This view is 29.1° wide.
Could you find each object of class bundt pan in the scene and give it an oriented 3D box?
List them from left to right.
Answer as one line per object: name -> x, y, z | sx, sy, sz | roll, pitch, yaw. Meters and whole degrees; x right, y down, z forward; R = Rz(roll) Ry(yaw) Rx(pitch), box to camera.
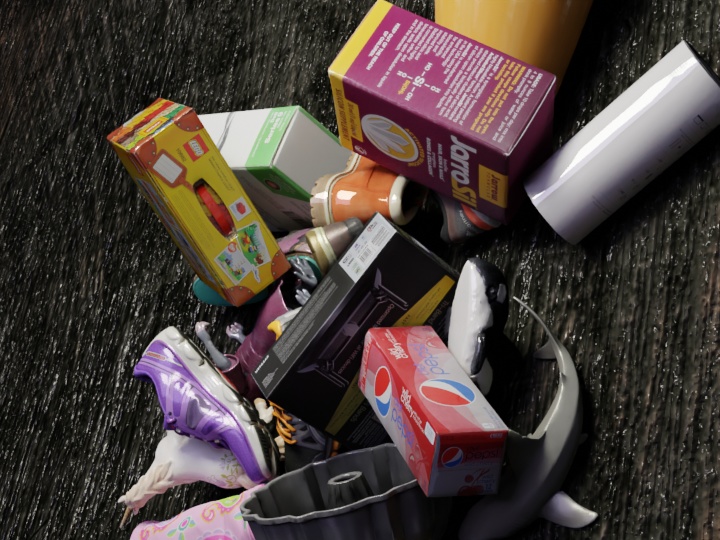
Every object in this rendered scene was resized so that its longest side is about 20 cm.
bundt pan -> -0.005, 0.221, 1.249 | 0.200, 0.201, 0.077 | -10, 98, 43

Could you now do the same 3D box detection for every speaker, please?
speaker -> 0.246, -0.115, 1.278 | 0.200, 0.081, 0.082 | -42, 40, 19

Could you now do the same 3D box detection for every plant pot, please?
plant pot -> 0.153, -0.274, 1.418 | 0.199, 0.198, 0.186 | 7, 85, 49

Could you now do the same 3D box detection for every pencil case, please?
pencil case -> -0.148, 0.278, 1.427 | 0.198, 0.087, 0.089 | -24, 48, 35

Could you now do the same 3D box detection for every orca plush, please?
orca plush -> 0.121, 0.093, 1.277 | 0.105, 0.070, 0.203 | 163, 111, -77

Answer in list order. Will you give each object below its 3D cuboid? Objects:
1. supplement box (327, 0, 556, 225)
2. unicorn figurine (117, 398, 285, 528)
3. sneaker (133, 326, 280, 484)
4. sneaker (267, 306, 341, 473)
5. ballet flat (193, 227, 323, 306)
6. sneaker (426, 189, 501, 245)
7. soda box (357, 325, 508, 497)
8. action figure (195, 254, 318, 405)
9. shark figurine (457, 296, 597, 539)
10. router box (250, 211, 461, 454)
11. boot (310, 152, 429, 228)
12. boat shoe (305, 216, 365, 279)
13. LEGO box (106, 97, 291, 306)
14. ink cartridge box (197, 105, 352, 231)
supplement box -> 0.080, -0.152, 1.340 | 0.198, 0.131, 0.104 | 26, 66, 19
unicorn figurine -> -0.173, 0.197, 1.475 | 0.198, 0.074, 0.138 | -6, 45, 33
sneaker -> -0.157, 0.151, 1.429 | 0.083, 0.081, 0.200 | -45, 66, -2
sneaker -> -0.063, 0.125, 1.398 | 0.078, 0.076, 0.203 | 29, 120, 52
ballet flat -> -0.106, -0.008, 1.605 | 0.198, 0.069, 0.072 | -15, 35, 36
sneaker -> 0.092, -0.113, 1.451 | 0.082, 0.077, 0.202 | -37, 41, 32
soda box -> 0.061, 0.119, 1.223 | 0.200, 0.069, 0.064 | -126, 39, -60
action figure -> -0.099, 0.090, 1.522 | 0.148, 0.134, 0.201 | 39, 112, 10
shark figurine -> 0.151, 0.136, 1.201 | 0.127, 0.089, 0.217 | 5, 70, 47
router box -> 0.016, 0.068, 1.333 | 0.201, 0.157, 0.052 | -51, 33, 6
boot -> 0.031, -0.087, 1.462 | 0.106, 0.076, 0.200 | -4, 20, 22
boat shoe -> 0.000, -0.001, 1.399 | 0.065, 0.201, 0.073 | -24, 69, 5
LEGO box -> -0.175, -0.075, 1.486 | 0.077, 0.201, 0.149 | -36, 22, -12
ink cartridge box -> -0.103, -0.113, 1.600 | 0.198, 0.146, 0.085 | 3, 64, 47
